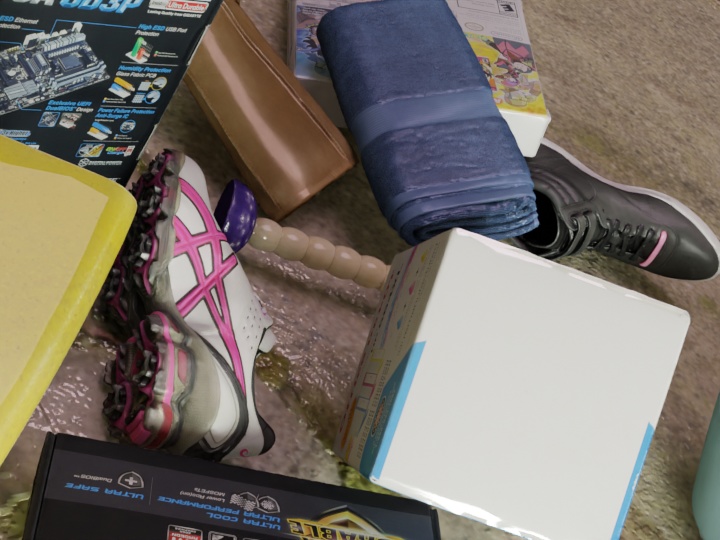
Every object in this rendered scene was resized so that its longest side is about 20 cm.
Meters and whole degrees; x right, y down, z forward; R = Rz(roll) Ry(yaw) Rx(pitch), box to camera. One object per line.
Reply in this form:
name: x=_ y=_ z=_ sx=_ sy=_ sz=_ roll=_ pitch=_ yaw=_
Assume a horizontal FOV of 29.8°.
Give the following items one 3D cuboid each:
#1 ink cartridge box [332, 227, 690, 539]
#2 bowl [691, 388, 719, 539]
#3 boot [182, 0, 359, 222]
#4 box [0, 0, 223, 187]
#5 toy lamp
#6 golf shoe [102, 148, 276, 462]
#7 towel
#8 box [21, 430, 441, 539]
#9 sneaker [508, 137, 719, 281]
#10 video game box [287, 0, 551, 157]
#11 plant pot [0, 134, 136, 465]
ink cartridge box: x=0.067 y=0.064 z=0.724 sx=0.125 sy=0.129 sz=0.200 roll=20 pitch=-6 yaw=-6
bowl: x=0.296 y=0.158 z=0.873 sx=0.200 sy=0.105 sz=0.201 roll=22 pitch=28 yaw=-12
boot: x=-0.070 y=-0.147 z=0.950 sx=0.200 sy=0.066 sz=0.175 roll=52 pitch=45 yaw=-2
box: x=-0.184 y=-0.109 z=0.700 sx=0.200 sy=0.159 sz=0.046 roll=-4 pitch=48 yaw=-44
toy lamp: x=0.000 y=0.000 z=0.876 sx=0.199 sy=0.058 sz=0.058 roll=21 pitch=37 yaw=-16
golf shoe: x=-0.095 y=0.020 z=0.765 sx=0.092 sy=0.073 sz=0.201 roll=19 pitch=47 yaw=-31
towel: x=0.043 y=-0.105 z=0.953 sx=0.111 sy=0.049 sz=0.201 roll=-8 pitch=59 yaw=-20
box: x=-0.056 y=0.166 z=0.589 sx=0.199 sy=0.050 sz=0.199 roll=13 pitch=30 yaw=-11
sneaker: x=0.187 y=-0.028 z=1.053 sx=0.200 sy=0.071 sz=0.099 roll=28 pitch=37 yaw=2
video game box: x=0.040 y=-0.172 z=1.080 sx=0.199 sy=0.047 sz=0.183 roll=8 pitch=38 yaw=-9
plant pot: x=-0.227 y=0.053 z=0.521 sx=0.199 sy=0.200 sz=0.177 roll=23 pitch=47 yaw=-16
